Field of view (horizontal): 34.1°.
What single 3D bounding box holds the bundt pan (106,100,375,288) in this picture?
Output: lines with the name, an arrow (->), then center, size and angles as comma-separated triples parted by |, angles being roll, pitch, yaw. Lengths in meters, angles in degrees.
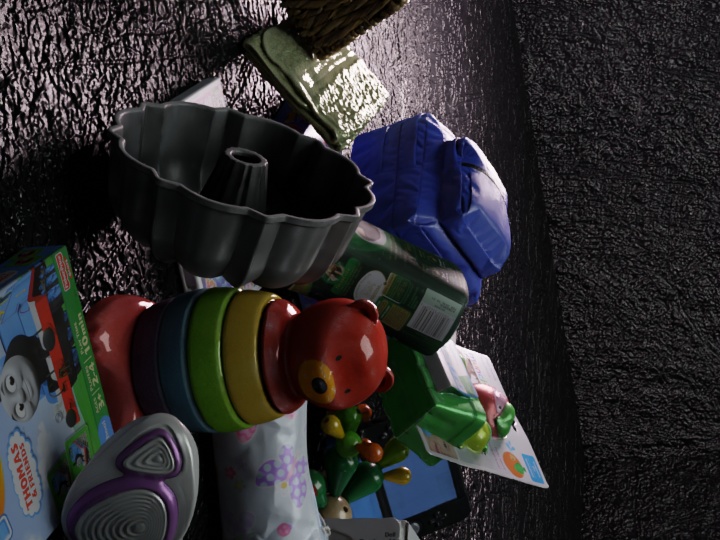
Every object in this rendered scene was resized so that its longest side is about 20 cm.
bundt pan -> -0.094, -0.052, 0.870 | 0.202, 0.202, 0.076 | -57, 167, -65

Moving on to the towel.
towel -> -0.039, -0.205, 1.229 | 0.148, 0.036, 0.200 | 49, 26, -6

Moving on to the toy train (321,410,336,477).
toy train -> -0.022, 0.137, 1.294 | 0.046, 0.034, 0.200 | 95, -3, -67

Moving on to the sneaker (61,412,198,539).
sneaker -> -0.147, 0.157, 0.744 | 0.100, 0.075, 0.200 | -81, -169, -59

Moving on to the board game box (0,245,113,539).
board game box -> -0.211, 0.089, 0.672 | 0.200, 0.037, 0.152 | -54, 137, -65

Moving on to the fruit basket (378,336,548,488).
fruit basket -> 0.109, 0.134, 1.238 | 0.200, 0.094, 0.185 | 17, 37, -37

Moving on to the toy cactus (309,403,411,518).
toy cactus -> -0.014, 0.217, 1.191 | 0.200, 0.102, 0.165 | -3, 108, -61

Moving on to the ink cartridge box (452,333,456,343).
ink cartridge box -> 0.052, -0.007, 1.462 | 0.176, 0.045, 0.200 | 37, 45, -33

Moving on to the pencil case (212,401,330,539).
pencil case -> -0.080, 0.158, 1.004 | 0.083, 0.091, 0.200 | -17, 100, -73

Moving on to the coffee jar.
coffee jar -> 0.000, 0.000, 1.132 | 0.085, 0.200, 0.104 | -58, -165, 19

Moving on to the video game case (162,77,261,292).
video game case -> -0.131, -0.054, 1.019 | 0.143, 0.018, 0.200 | -58, 141, -65

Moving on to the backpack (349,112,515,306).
backpack -> 0.074, -0.068, 1.280 | 0.200, 0.168, 0.163 | -89, 155, -44

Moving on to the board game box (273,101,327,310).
board game box -> -0.048, -0.075, 1.260 | 0.135, 0.045, 0.200 | -69, 150, -57

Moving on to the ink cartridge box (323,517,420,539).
ink cartridge box -> -0.001, 0.313, 1.131 | 0.200, 0.146, 0.083 | 62, 29, -52

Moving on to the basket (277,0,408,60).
basket -> -0.009, -0.333, 1.221 | 0.149, 0.143, 0.200 | 54, 26, -12

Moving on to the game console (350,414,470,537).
game console -> 0.052, 0.280, 1.389 | 0.116, 0.176, 0.200 | -122, -166, -56

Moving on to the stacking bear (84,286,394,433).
stacking bear -> -0.078, 0.064, 0.840 | 0.114, 0.200, 0.122 | -56, 138, -65
